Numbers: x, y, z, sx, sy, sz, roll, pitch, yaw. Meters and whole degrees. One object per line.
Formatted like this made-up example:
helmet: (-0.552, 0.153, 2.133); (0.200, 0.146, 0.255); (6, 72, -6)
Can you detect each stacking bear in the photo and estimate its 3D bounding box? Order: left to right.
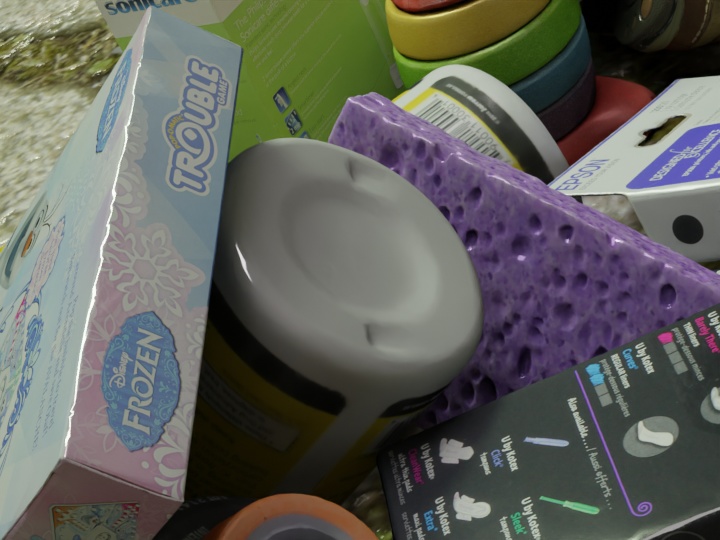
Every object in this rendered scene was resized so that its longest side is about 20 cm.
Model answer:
stacking bear: (0.063, -0.143, 0.934); (0.121, 0.200, 0.114); (-39, 32, -21)

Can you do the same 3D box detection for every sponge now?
sponge: (0.060, 0.021, 0.698); (0.200, 0.112, 0.030); (29, 19, 18)

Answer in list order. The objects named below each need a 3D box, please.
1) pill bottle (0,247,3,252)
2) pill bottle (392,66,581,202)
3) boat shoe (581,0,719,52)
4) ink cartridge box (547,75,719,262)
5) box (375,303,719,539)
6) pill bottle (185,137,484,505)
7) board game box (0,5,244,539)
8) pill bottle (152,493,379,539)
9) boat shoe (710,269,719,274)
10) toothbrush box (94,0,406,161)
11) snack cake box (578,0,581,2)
pill bottle: (-0.155, 0.035, 0.902); (0.200, 0.115, 0.114); (-38, 32, -20)
pill bottle: (0.000, 0.000, 0.836); (0.200, 0.115, 0.114); (-37, 32, -18)
boat shoe: (0.179, -0.167, 1.023); (0.074, 0.076, 0.200); (7, 22, -7)
ink cartridge box: (0.209, -0.058, 0.796); (0.199, 0.044, 0.198); (-4, 19, 33)
box: (0.122, 0.096, 0.599); (0.199, 0.123, 0.106); (-24, 30, 6)
pill bottle: (-0.049, 0.053, 0.678); (0.200, 0.114, 0.114); (-51, 13, 37)
board game box: (-0.110, 0.042, 0.614); (0.199, 0.043, 0.201); (-50, 26, 42)
pill bottle: (-0.062, 0.144, 0.601); (0.200, 0.106, 0.106); (-43, 10, 49)
boat shoe: (0.162, 0.028, 0.739); (0.199, 0.075, 0.093); (9, 35, 38)
toothbrush box: (-0.049, -0.129, 1.002); (0.086, 0.200, 0.146); (-1, 39, 36)
snack cake box: (0.075, -0.265, 1.113); (0.115, 0.200, 0.067); (6, 43, 43)
